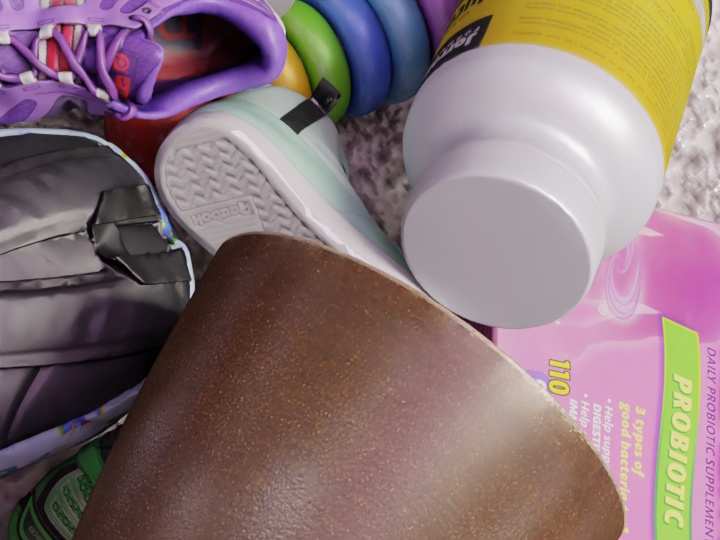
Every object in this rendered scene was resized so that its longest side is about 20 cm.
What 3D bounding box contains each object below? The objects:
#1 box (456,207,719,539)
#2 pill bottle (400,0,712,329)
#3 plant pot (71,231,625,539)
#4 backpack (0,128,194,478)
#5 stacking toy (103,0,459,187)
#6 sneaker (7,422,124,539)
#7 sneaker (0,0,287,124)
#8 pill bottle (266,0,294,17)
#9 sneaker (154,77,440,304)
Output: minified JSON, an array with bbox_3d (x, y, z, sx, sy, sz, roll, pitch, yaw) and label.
[{"bbox_3d":[0.128,0.069,1.018,0.199,0.097,0.177,14,67,-21],"label":"box"},{"bbox_3d":[0.082,-0.071,0.926,0.112,0.112,0.200,35,43,-10],"label":"pill bottle"},{"bbox_3d":[-0.034,0.123,0.781,0.187,0.187,0.200,39,69,-8],"label":"plant pot"},{"bbox_3d":[-0.168,0.017,0.883,0.199,0.154,0.164,-22,78,-10],"label":"backpack"},{"bbox_3d":[-0.030,-0.096,1.014,0.199,0.085,0.086,-27,85,-26],"label":"stacking toy"},{"bbox_3d":[-0.076,0.162,0.912,0.201,0.085,0.078,62,18,-8],"label":"sneaker"},{"bbox_3d":[-0.121,-0.094,0.869,0.199,0.083,0.081,-12,117,-25],"label":"sneaker"},{"bbox_3d":[-0.069,-0.210,1.001,0.104,0.104,0.201,10,58,-22],"label":"pill bottle"},{"bbox_3d":[0.000,0.000,0.938,0.201,0.074,0.118,52,21,-8],"label":"sneaker"}]
